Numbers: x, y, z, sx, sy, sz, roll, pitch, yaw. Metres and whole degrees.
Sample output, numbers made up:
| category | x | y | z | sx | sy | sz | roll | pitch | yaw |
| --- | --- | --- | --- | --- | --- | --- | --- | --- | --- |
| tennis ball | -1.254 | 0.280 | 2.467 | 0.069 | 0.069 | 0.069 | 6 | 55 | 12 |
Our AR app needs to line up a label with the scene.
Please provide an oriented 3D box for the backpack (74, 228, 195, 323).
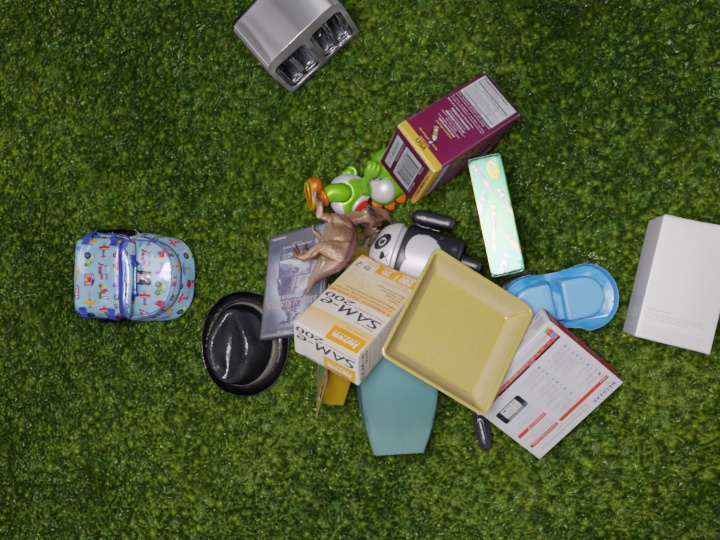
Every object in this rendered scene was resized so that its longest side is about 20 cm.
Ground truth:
| category | x | y | z | sx | sy | sz | roll | pitch | yaw |
| --- | --- | --- | --- | --- | --- | --- | --- | --- | --- |
| backpack | -0.424 | 0.014 | 1.383 | 0.198 | 0.135 | 0.184 | 5 | 91 | 9 |

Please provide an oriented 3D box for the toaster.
| category | x | y | z | sx | sy | sz | roll | pitch | yaw |
| --- | --- | --- | --- | --- | --- | --- | --- | --- | --- |
| toaster | -0.113 | -0.435 | 1.290 | 0.181 | 0.200 | 0.119 | -41 | 77 | 8 |

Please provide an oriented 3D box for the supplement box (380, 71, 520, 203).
| category | x | y | z | sx | sy | sz | roll | pitch | yaw |
| --- | --- | --- | --- | --- | --- | --- | --- | --- | --- |
| supplement box | 0.149 | -0.224 | 1.227 | 0.199 | 0.131 | 0.103 | -34 | 81 | -21 |

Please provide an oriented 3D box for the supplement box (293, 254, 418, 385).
| category | x | y | z | sx | sy | sz | roll | pitch | yaw |
| --- | --- | --- | --- | --- | --- | --- | --- | --- | --- |
| supplement box | 0.000 | 0.074 | 1.173 | 0.125 | 0.200 | 0.074 | 24 | 136 | 22 |

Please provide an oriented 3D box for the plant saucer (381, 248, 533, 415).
| category | x | y | z | sx | sy | sz | roll | pitch | yaw |
| --- | --- | --- | --- | --- | --- | --- | --- | --- | --- |
| plant saucer | 0.153 | 0.100 | 1.173 | 0.199 | 0.048 | 0.201 | 31 | 73 | -6 |

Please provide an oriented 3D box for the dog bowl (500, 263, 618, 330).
| category | x | y | z | sx | sy | sz | roll | pitch | yaw |
| --- | --- | --- | --- | --- | --- | --- | --- | --- | --- |
| dog bowl | 0.334 | 0.053 | 1.239 | 0.198 | 0.050 | 0.112 | -12 | 92 | 3 |

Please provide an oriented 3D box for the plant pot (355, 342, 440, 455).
| category | x | y | z | sx | sy | sz | roll | pitch | yaw |
| --- | --- | --- | --- | --- | --- | --- | --- | --- | --- |
| plant pot | 0.059 | 0.210 | 1.264 | 0.140 | 0.141 | 0.202 | -1 | 97 | -6 |

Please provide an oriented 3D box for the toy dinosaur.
| category | x | y | z | sx | sy | sz | roll | pitch | yaw |
| --- | --- | --- | --- | --- | --- | --- | --- | --- | --- |
| toy dinosaur | -0.032 | -0.047 | 1.232 | 0.135 | 0.086 | 0.201 | 18 | 72 | 10 |

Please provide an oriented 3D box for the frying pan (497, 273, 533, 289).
| category | x | y | z | sx | sy | sz | roll | pitch | yaw |
| --- | --- | --- | --- | --- | --- | --- | --- | --- | --- |
| frying pan | 0.318 | 0.085 | 1.281 | 0.190 | 0.031 | 0.115 | 37 | 98 | 13 |

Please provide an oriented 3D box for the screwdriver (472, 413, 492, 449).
| category | x | y | z | sx | sy | sz | roll | pitch | yaw |
| --- | --- | --- | --- | --- | --- | --- | --- | --- | --- |
| screwdriver | 0.205 | 0.222 | 1.298 | 0.029 | 0.028 | 0.202 | -10 | 91 | 40 |

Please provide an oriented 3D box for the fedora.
| category | x | y | z | sx | sy | sz | roll | pitch | yaw |
| --- | --- | --- | --- | --- | --- | --- | --- | --- | --- |
| fedora | -0.230 | 0.140 | 1.358 | 0.199 | 0.092 | 0.202 | 0 | 89 | 11 |

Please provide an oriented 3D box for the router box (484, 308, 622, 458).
| category | x | y | z | sx | sy | sz | roll | pitch | yaw |
| --- | --- | --- | --- | --- | --- | --- | --- | --- | --- |
| router box | 0.304 | 0.194 | 1.222 | 0.179 | 0.049 | 0.200 | 39 | 106 | -15 |

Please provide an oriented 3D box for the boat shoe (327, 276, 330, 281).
| category | x | y | z | sx | sy | sz | roll | pitch | yaw |
| --- | --- | --- | --- | --- | --- | --- | --- | --- | --- |
| boat shoe | -0.090 | 0.008 | 1.354 | 0.073 | 0.063 | 0.201 | 33 | 95 | 40 |

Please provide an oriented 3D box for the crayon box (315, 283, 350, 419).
| category | x | y | z | sx | sy | sz | roll | pitch | yaw |
| --- | --- | --- | --- | --- | --- | --- | --- | --- | --- |
| crayon box | -0.043 | 0.141 | 1.252 | 0.051 | 0.126 | 0.201 | 7 | 48 | -8 |

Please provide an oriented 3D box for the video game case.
| category | x | y | z | sx | sy | sz | roll | pitch | yaw |
| --- | --- | --- | --- | --- | --- | --- | --- | --- | --- |
| video game case | -0.119 | 0.021 | 1.317 | 0.142 | 0.019 | 0.202 | -11 | 66 | 36 |

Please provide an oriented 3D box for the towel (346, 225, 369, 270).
| category | x | y | z | sx | sy | sz | roll | pitch | yaw |
| --- | --- | --- | --- | --- | --- | --- | --- | --- | --- |
| towel | 0.000 | 0.000 | 1.320 | 0.018 | 0.086 | 0.201 | -25 | 84 | 35 |

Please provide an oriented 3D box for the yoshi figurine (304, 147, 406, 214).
| category | x | y | z | sx | sy | sz | roll | pitch | yaw |
| --- | --- | --- | --- | --- | --- | --- | --- | --- | --- |
| yoshi figurine | 0.000 | -0.168 | 1.305 | 0.198 | 0.112 | 0.113 | -10 | 53 | -10 |

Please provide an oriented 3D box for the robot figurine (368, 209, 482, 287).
| category | x | y | z | sx | sy | sz | roll | pitch | yaw |
| --- | --- | --- | --- | --- | --- | --- | --- | --- | --- |
| robot figurine | 0.112 | -0.010 | 1.272 | 0.199 | 0.125 | 0.151 | 17 | 53 | 11 |

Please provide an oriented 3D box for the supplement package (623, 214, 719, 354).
| category | x | y | z | sx | sy | sz | roll | pitch | yaw |
| --- | --- | --- | --- | --- | --- | --- | --- | --- | --- |
| supplement package | 0.522 | 0.021 | 1.190 | 0.119 | 0.121 | 0.202 | 13 | 93 | 11 |

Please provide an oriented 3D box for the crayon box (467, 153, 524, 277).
| category | x | y | z | sx | sy | sz | roll | pitch | yaw |
| --- | --- | --- | --- | --- | --- | --- | --- | --- | --- |
| crayon box | 0.236 | -0.091 | 1.252 | 0.058 | 0.119 | 0.202 | -12 | 87 | 11 |
